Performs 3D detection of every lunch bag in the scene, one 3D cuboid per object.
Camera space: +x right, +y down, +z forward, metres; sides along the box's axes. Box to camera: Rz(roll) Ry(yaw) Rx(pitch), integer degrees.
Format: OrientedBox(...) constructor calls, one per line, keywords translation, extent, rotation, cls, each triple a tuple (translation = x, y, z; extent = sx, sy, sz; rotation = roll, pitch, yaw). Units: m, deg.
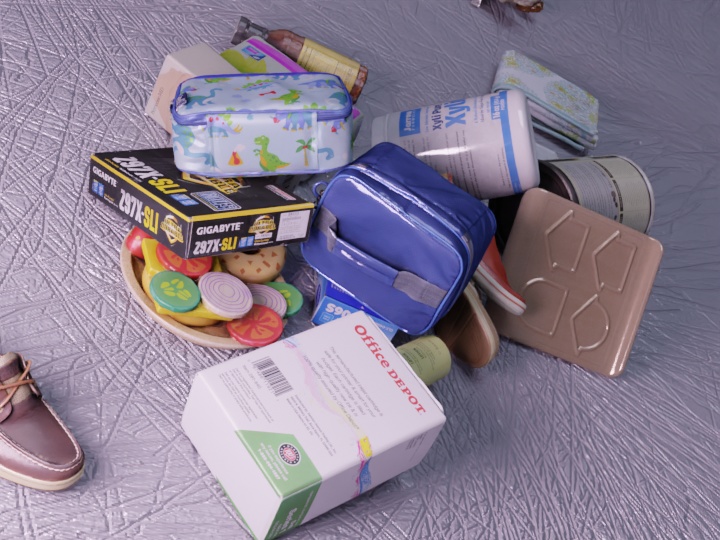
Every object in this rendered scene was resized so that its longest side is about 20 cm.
OrientedBox(translation=(-0.108, -0.164, 1.247), extent=(0.197, 0.084, 0.161), rotation=(-2, 24, -3), cls="lunch bag")
OrientedBox(translation=(0.033, -0.039, 1.248), extent=(0.199, 0.137, 0.132), rotation=(33, 33, 7), cls="lunch bag")

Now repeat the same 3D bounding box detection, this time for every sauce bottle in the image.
OrientedBox(translation=(-0.087, -0.300, 1.620), extent=(0.198, 0.066, 0.066), rotation=(24, 35, -11), cls="sauce bottle")

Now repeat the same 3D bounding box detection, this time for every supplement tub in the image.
OrientedBox(translation=(0.123, -0.150, 1.458), extent=(0.197, 0.133, 0.133), rotation=(-9, 35, 12), cls="supplement tub")

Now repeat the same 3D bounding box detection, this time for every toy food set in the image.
OrientedBox(translation=(-0.155, 0.006, 1.200), extent=(0.198, 0.049, 0.199), rotation=(8, 41, -32), cls="toy food set")

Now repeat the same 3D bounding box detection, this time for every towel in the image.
OrientedBox(translation=(0.317, -0.288, 1.944), extent=(0.198, 0.048, 0.172), rotation=(29, 31, -4), cls="towel")

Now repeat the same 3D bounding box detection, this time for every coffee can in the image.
OrientedBox(translation=(0.293, -0.083, 1.578), extent=(0.198, 0.147, 0.147), rotation=(-8, 50, -44), cls="coffee can")

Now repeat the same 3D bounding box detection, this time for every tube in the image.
OrientedBox(translation=(0.017, 0.120, 1.197), extent=(0.058, 0.053, 0.199), rotation=(1, 15, 45), cls="tube")

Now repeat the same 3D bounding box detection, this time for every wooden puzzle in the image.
OrientedBox(translation=(0.265, 0.016, 1.442), extent=(0.198, 0.188, 0.046), rotation=(21, -4, -12), cls="wooden puzzle")

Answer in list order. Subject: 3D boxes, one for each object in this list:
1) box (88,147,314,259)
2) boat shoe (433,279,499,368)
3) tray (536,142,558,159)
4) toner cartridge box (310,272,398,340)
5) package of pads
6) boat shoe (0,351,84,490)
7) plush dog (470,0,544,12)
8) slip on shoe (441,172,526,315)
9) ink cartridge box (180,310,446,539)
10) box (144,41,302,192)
OrientedBox(translation=(-0.172, -0.077, 1.211), extent=(0.158, 0.050, 0.199), rotation=(-11, 31, -40), cls="box")
OrientedBox(translation=(0.116, 0.031, 1.363), extent=(0.064, 0.072, 0.201), rotation=(0, 44, -37), cls="boat shoe")
OrientedBox(translation=(0.270, -0.146, 1.749), extent=(0.106, 0.022, 0.201), rotation=(24, 35, -11), cls="tray")
OrientedBox(translation=(0.000, 0.000, 1.335), extent=(0.094, 0.043, 0.201), rotation=(23, 35, -11), cls="toner cartridge box")
OrientedBox(translation=(-0.108, -0.214, 1.492), extent=(0.199, 0.069, 0.155), rotation=(36, 34, 6), cls="package of pads")
OrientedBox(translation=(-0.304, 0.100, 0.943), extent=(0.199, 0.072, 0.072), rotation=(39, 35, 10), cls="boat shoe")
OrientedBox(translation=(0.280, -0.578, 2.224), extent=(0.171, 0.159, 0.203), rotation=(3, 70, -56), cls="plush dog")
OrientedBox(translation=(0.139, -0.033, 1.377), extent=(0.201, 0.061, 0.074), rotation=(54, 0, 9), cls="slip on shoe")
OrientedBox(translation=(-0.043, 0.140, 1.063), extent=(0.198, 0.085, 0.145), rotation=(-19, 58, -37), cls="ink cartridge box")
OrientedBox(translation=(-0.156, -0.176, 1.387), extent=(0.199, 0.096, 0.078), rotation=(39, 35, 12), cls="box")
